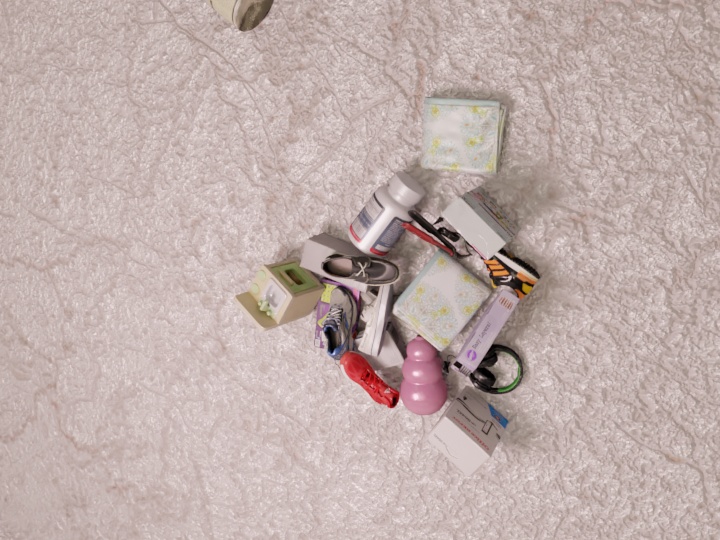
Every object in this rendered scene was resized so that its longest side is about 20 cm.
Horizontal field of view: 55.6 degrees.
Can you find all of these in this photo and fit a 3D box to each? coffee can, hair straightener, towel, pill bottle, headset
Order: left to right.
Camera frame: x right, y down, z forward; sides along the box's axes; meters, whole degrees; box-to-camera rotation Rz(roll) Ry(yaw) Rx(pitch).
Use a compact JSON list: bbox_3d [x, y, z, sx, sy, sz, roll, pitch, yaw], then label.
[{"bbox_3d":[-0.335,-0.720,1.715,0.200,0.146,0.147,40,115,10],"label":"coffee can"},{"bbox_3d":[0.068,-0.140,1.695,0.119,0.119,0.200,42,115,9],"label":"pill bottle"},{"bbox_3d":[0.199,0.074,1.695,0.171,0.048,0.200,39,94,7],"label":"towel"},{"bbox_3d":[0.195,-0.093,1.650,0.199,0.041,0.077,29,75,-16],"label":"hair straightener"},{"bbox_3d":[0.241,-0.318,1.615,0.198,0.048,0.173,10,106,22],"label":"towel"},{"bbox_3d":[0.304,0.247,1.700,0.198,0.094,0.125,6,105,11],"label":"headset"}]

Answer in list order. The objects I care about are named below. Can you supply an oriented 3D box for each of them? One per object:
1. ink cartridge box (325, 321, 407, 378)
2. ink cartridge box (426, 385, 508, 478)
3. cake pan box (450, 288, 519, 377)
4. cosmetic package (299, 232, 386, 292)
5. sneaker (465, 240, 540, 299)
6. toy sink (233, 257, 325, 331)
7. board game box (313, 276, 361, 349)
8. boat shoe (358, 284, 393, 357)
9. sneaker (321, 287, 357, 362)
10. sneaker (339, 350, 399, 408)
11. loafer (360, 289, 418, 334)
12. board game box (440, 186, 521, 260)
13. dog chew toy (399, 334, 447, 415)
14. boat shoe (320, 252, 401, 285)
[{"bbox_3d":[0.016,0.215,1.830,0.199,0.050,0.110,-19,112,27],"label":"ink cartridge box"},{"bbox_3d":[0.269,0.394,1.692,0.146,0.200,0.085,40,115,9],"label":"ink cartridge box"},{"bbox_3d":[0.284,0.152,1.592,0.052,0.184,0.201,33,77,11],"label":"cake pan box"},{"bbox_3d":[-0.046,-0.023,1.782,0.199,0.107,0.091,20,109,20],"label":"cosmetic package"},{"bbox_3d":[0.325,-0.007,1.640,0.199,0.070,0.090,34,111,11],"label":"sneaker"},{"bbox_3d":[-0.213,0.057,1.808,0.130,0.199,0.112,44,122,21],"label":"toy sink"},{"bbox_3d":[-0.062,0.126,1.870,0.119,0.032,0.202,15,108,23],"label":"board game box"},{"bbox_3d":[0.034,0.115,1.723,0.069,0.071,0.202,14,103,13],"label":"boat shoe"},{"bbox_3d":[-0.058,0.137,1.781,0.076,0.085,0.202,-14,70,29],"label":"sneaker"},{"bbox_3d":[0.037,0.283,1.759,0.115,0.079,0.200,13,153,49],"label":"sneaker"},{"bbox_3d":[0.095,0.091,1.772,0.199,0.070,0.070,29,107,7],"label":"loafer"},{"bbox_3d":[0.280,-0.112,1.562,0.148,0.200,0.064,47,116,7],"label":"board game box"},{"bbox_3d":[0.160,0.264,1.753,0.123,0.124,0.202,1,101,24],"label":"dog chew toy"},{"bbox_3d":[0.000,0.000,1.675,0.198,0.068,0.073,9,98,18],"label":"boat shoe"}]
